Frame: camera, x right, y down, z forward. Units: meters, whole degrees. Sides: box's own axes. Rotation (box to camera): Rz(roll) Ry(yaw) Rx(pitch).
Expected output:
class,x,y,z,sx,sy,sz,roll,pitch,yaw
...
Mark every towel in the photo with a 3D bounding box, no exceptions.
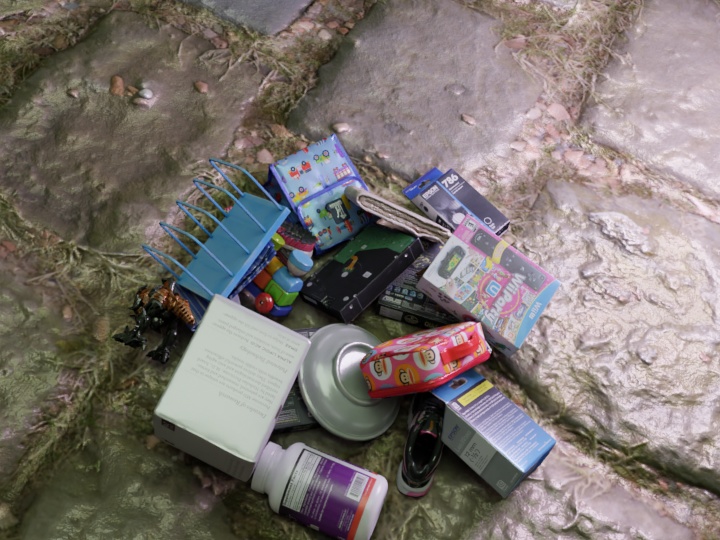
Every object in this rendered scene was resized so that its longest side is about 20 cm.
class,x,y,z,sx,sy,sz,roll,pitch,yaw
towel,0.066,-0.098,1.763,0.198,0.133,0.035,24,95,-15
towel,-0.241,0.002,1.674,0.200,0.024,0.145,-45,41,-3

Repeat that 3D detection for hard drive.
class,x,y,z,sx,sy,sz,roll,pitch,yaw
hard drive,0.000,0.000,1.725,0.200,0.038,0.139,-44,37,-20

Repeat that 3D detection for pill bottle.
class,x,y,z,sx,sy,sz,roll,pitch,yaw
pill bottle,-0.064,0.338,1.511,0.197,0.113,0.113,21,58,8

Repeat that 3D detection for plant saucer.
class,x,y,z,sx,sy,sz,roll,pitch,yaw
plant saucer,-0.006,0.175,1.608,0.198,0.050,0.203,16,58,-27

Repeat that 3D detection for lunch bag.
class,x,y,z,sx,sy,sz,roll,pitch,yaw
lunch bag,-0.065,-0.126,1.827,0.149,0.094,0.201,-29,78,-23
lunch bag,0.114,0.137,1.563,0.199,0.175,0.083,-19,92,-51

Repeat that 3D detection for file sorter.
class,x,y,z,sx,sy,sz,roll,pitch,yaw
file sorter,-0.245,-0.070,1.633,0.138,0.123,0.201,21,70,48

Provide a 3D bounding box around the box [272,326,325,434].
class,x,y,z,sx,sy,sz,roll,pitch,yaw
box,-0.137,0.183,1.602,0.197,0.044,0.163,-6,70,-22

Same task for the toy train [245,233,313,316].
class,x,y,z,sx,sy,sz,roll,pitch,yaw
toy train,-0.177,-0.024,1.712,0.200,0.084,0.116,43,108,20

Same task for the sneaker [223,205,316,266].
class,x,y,z,sx,sy,sz,roll,pitch,yaw
sneaker,-0.174,-0.061,1.776,0.198,0.076,0.080,30,26,26

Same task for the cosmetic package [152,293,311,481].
class,x,y,z,sx,sy,sz,roll,pitch,yaw
cosmetic package,-0.193,0.179,1.464,0.163,0.165,0.202,25,67,0

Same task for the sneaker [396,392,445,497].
class,x,y,z,sx,sy,sz,roll,pitch,yaw
sneaker,0.113,0.262,1.590,0.079,0.087,0.202,12,57,0

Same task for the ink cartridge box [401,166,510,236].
class,x,y,z,sx,sy,sz,roll,pitch,yaw
ink cartridge box,0.180,-0.122,1.864,0.099,0.039,0.200,-38,68,-24

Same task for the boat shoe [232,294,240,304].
class,x,y,z,sx,sy,sz,roll,pitch,yaw
boat shoe,-0.222,0.120,1.665,0.068,0.057,0.203,-2,61,-18

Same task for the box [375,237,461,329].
class,x,y,z,sx,sy,sz,roll,pitch,yaw
box,0.141,0.030,1.759,0.197,0.049,0.163,16,59,4

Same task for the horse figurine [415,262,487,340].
class,x,y,z,sx,sy,sz,roll,pitch,yaw
horse figurine,0.193,0.036,1.705,0.199,0.050,0.133,38,66,12

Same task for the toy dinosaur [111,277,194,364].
class,x,y,z,sx,sy,sz,roll,pitch,yaw
toy dinosaur,-0.336,0.072,1.627,0.101,0.200,0.137,28,76,-15

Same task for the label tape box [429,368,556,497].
class,x,y,z,sx,sy,sz,roll,pitch,yaw
label tape box,0.201,0.253,1.581,0.199,0.067,0.143,39,29,20

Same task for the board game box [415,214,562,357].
class,x,y,z,sx,sy,sz,roll,pitch,yaw
board game box,0.216,0.025,1.653,0.199,0.064,0.148,36,69,4
